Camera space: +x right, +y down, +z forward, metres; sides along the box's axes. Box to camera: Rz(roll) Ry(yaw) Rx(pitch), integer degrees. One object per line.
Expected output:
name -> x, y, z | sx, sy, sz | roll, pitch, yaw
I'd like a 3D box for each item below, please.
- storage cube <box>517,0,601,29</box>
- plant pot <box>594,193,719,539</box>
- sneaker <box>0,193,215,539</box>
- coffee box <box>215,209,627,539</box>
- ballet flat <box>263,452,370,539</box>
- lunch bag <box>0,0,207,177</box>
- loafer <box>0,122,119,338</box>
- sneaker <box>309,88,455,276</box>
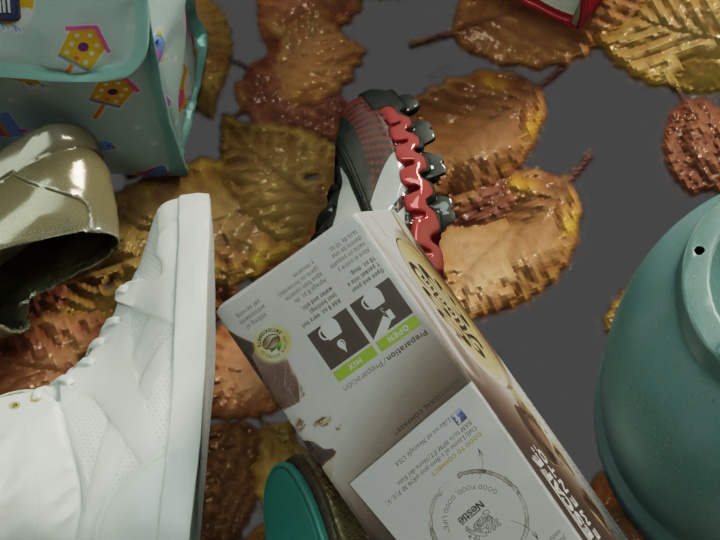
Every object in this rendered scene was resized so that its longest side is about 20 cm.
storage cube -> 0.089, -0.267, 1.506 | 0.171, 0.200, 0.180 | 27, 61, 20
plant pot -> 0.204, 0.035, 1.355 | 0.200, 0.134, 0.200 | -3, 60, 5
sneaker -> -0.128, 0.050, 1.416 | 0.115, 0.074, 0.200 | 3, 62, 4
coffee box -> 0.033, 0.076, 1.313 | 0.080, 0.113, 0.200 | -36, 85, 9
ballet flat -> 0.007, 0.174, 1.346 | 0.065, 0.071, 0.200 | 0, 60, -25
lunch bag -> -0.169, -0.136, 1.454 | 0.170, 0.200, 0.122 | 3, 61, 7
loafer -> -0.200, 0.007, 1.435 | 0.200, 0.076, 0.067 | -38, 61, 0
sneaker -> 0.000, 0.000, 1.431 | 0.098, 0.071, 0.201 | -8, 61, -1
